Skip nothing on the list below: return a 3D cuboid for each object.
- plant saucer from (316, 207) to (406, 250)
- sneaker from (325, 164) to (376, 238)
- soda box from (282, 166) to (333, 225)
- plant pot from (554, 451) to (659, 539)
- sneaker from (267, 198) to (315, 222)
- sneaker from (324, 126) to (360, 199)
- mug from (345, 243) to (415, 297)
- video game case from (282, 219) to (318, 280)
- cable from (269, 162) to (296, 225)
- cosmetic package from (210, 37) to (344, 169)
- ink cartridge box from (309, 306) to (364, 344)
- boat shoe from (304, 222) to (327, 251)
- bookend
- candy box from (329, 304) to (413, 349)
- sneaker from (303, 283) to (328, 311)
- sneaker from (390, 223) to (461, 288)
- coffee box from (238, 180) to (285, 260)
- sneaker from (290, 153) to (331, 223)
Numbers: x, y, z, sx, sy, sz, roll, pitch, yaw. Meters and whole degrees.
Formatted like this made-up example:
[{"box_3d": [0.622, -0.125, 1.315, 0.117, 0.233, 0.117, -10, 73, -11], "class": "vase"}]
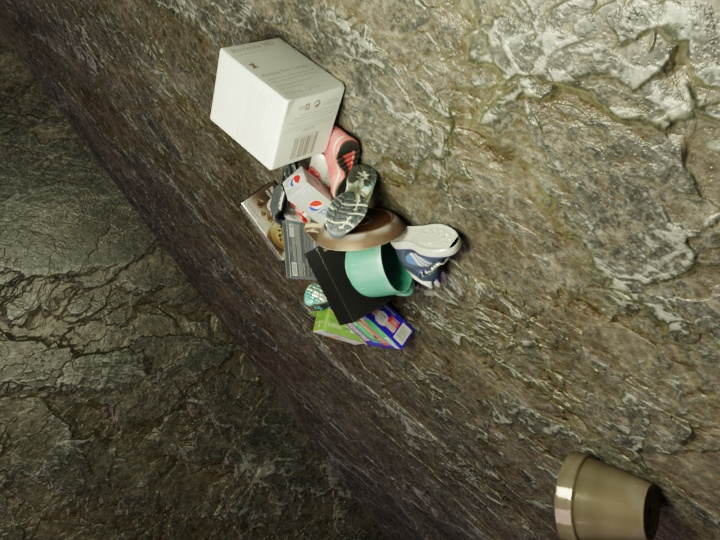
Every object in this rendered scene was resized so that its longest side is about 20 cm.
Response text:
[{"box_3d": [-0.001, -0.096, 1.403, 0.200, 0.200, 0.032, 21, 128, 47], "class": "plant saucer"}, {"box_3d": [-0.014, -0.131, 1.371, 0.077, 0.200, 0.086, 20, 144, 11], "class": "sneaker"}, {"box_3d": [-0.090, -0.154, 1.503, 0.200, 0.063, 0.068, 37, -158, -41], "class": "soda box"}, {"box_3d": [0.540, 0.507, 1.388, 0.173, 0.200, 0.200, -2, 127, 41], "class": "plant pot"}, {"box_3d": [-0.172, -0.144, 1.732, 0.200, 0.078, 0.099, 27, 156, 35], "class": "sneaker"}, {"box_3d": [-0.043, -0.241, 1.434, 0.087, 0.074, 0.200, 54, 158, 29], "class": "sneaker"}, {"box_3d": [0.040, -0.001, 1.467, 0.114, 0.152, 0.185, -9, 107, 31], "class": "mug"}, {"box_3d": [-0.118, -0.046, 1.626, 0.019, 0.200, 0.143, -11, 80, 35], "class": "video game case"}, {"box_3d": [-0.180, -0.214, 1.606, 0.051, 0.201, 0.163, 13, -168, 1], "class": "cable"}, {"box_3d": [-0.174, -0.343, 1.311, 0.200, 0.167, 0.167, 41, 135, 20], "class": "cosmetic package"}, {"box_3d": [-0.073, 0.176, 1.982, 0.147, 0.076, 0.200, 19, 164, -20], "class": "ink cartridge box"}, {"box_3d": [-0.067, -0.053, 1.625, 0.072, 0.072, 0.200, -4, 152, 42], "class": "boat shoe"}, {"box_3d": [0.000, 0.000, 1.574, 0.200, 0.198, 0.092, 63, 155, -3], "class": "bookend"}, {"box_3d": [0.027, 0.137, 1.800, 0.169, 0.077, 0.200, 44, 161, -20], "class": "candy box"}, {"box_3d": [-0.112, 0.083, 1.845, 0.077, 0.200, 0.091, 32, 111, 14], "class": "sneaker"}, {"box_3d": [0.163, -0.022, 1.379, 0.200, 0.081, 0.147, 10, 143, 51], "class": "sneaker"}, {"box_3d": [-0.242, -0.142, 1.828, 0.200, 0.113, 0.080, 55, 168, -11], "class": "coffee box"}, {"box_3d": [-0.115, -0.196, 1.543, 0.067, 0.108, 0.202, 44, 156, 28], "class": "sneaker"}]
